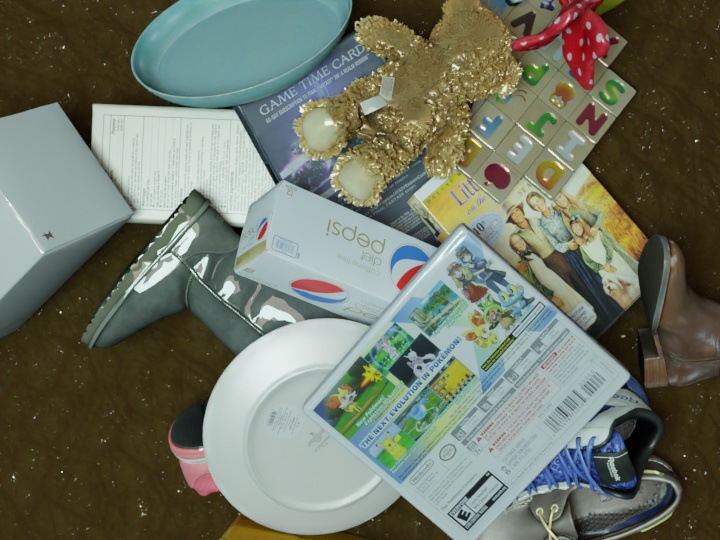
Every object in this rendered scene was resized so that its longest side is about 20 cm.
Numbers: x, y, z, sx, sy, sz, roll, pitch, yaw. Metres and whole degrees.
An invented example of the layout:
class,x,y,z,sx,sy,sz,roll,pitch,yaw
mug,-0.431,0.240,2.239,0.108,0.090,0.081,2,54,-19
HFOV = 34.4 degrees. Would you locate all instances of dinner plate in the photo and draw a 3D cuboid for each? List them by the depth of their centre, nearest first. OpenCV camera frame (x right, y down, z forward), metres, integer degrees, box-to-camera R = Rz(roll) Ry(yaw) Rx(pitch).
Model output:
class,x,y,z,sx,sy,sz,roll,pitch,yaw
dinner plate,-0.033,0.138,0.974,0.197,0.024,0.204,-3,109,-9

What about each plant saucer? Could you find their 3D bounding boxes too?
class,x,y,z,sx,sy,sz,roll,pitch,yaw
plant saucer,-0.100,-0.198,0.998,0.197,0.202,0.028,-15,131,4

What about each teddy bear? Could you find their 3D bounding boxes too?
class,x,y,z,sx,sy,sz,roll,pitch,yaw
teddy bear,0.039,-0.141,0.973,0.144,0.067,0.201,33,81,9

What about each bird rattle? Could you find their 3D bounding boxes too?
class,x,y,z,sx,sy,sz,roll,pitch,yaw
bird rattle,0.190,-0.261,0.957,0.112,0.200,0.164,29,132,8

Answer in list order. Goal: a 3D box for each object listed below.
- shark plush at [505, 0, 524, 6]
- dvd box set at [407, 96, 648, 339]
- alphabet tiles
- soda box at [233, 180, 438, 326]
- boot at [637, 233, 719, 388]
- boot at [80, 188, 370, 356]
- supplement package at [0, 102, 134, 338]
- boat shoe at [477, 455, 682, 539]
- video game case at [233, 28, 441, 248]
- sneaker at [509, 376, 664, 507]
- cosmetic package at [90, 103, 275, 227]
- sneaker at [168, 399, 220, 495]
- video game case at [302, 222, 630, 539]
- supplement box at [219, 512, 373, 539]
class,x,y,z,sx,sy,sz,roll,pitch,yaw
shark plush,0.109,-0.335,1.014,0.089,0.083,0.204,4,91,3
dvd box set,0.157,-0.032,1.019,0.146,0.029,0.201,-40,88,-17
alphabet tiles,0.142,-0.162,1.021,0.166,0.006,0.201,39,74,3
soda box,0.000,0.000,0.956,0.198,0.068,0.065,23,65,-23
boot,0.336,0.027,0.974,0.196,0.188,0.065,-6,51,6
boot,-0.116,0.053,0.997,0.200,0.073,0.182,41,104,-12
supplement package,-0.312,-0.027,0.985,0.199,0.119,0.122,-37,88,33
boat shoe,0.186,0.214,1.025,0.197,0.060,0.073,-16,90,3
video game case,-0.003,-0.089,1.005,0.142,0.019,0.202,-34,104,-20
sneaker,0.172,0.152,0.980,0.197,0.115,0.082,-22,104,-7
cosmetic package,-0.136,-0.090,1.037,0.196,0.073,0.105,4,91,4
sneaker,-0.070,0.152,1.047,0.197,0.074,0.088,-10,127,-7
video game case,0.083,0.096,0.929,0.182,0.022,0.200,40,103,-7
supplement box,-0.042,0.339,1.004,0.194,0.133,0.203,14,91,3
